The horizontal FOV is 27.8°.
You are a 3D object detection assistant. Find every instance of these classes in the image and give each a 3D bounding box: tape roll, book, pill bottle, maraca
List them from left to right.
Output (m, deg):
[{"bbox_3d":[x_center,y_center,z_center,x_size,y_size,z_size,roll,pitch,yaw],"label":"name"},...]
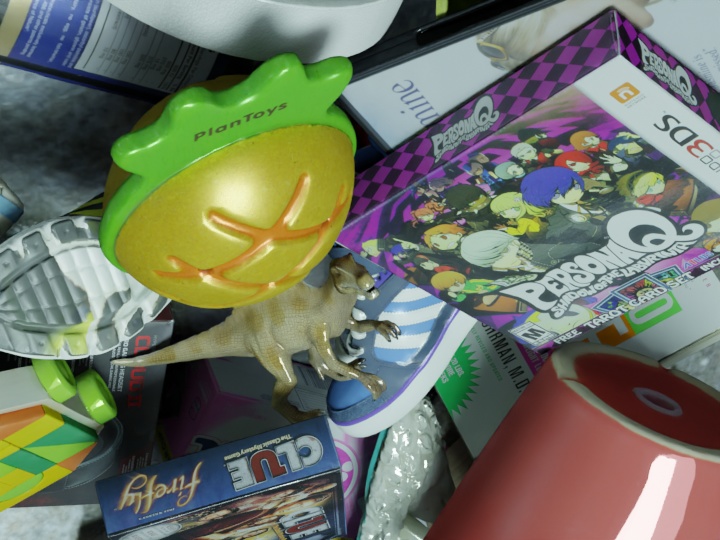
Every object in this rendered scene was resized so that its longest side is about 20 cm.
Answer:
[{"bbox_3d":[-0.112,-0.146,0.782,0.200,0.112,0.112,12,118,-28],"label":"pill bottle"},{"bbox_3d":[-0.066,-0.180,0.720,0.203,0.203,0.037,8,134,-25],"label":"tape roll"},{"bbox_3d":[-0.063,-0.045,0.701,0.137,0.107,0.200,-26,165,-15],"label":"maraca"},{"bbox_3d":[0.135,0.027,0.992,0.200,0.134,0.048,-28,163,-2],"label":"book"}]

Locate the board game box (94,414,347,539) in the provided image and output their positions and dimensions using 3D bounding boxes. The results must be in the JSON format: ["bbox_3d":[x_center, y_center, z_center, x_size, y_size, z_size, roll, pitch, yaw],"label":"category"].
[{"bbox_3d":[-0.078,0.148,0.896,0.135,0.035,0.200,-16,160,-5],"label":"board game box"}]

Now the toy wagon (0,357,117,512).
[{"bbox_3d":[-0.225,0.097,0.802,0.155,0.040,0.200,-30,162,0],"label":"toy wagon"}]

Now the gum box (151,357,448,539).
[{"bbox_3d":[-0.046,0.131,1.029,0.200,0.066,0.114,17,115,-30],"label":"gum box"}]

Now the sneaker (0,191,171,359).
[{"bbox_3d":[-0.140,-0.004,0.802,0.200,0.085,0.075,-22,105,-40],"label":"sneaker"}]

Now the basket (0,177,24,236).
[{"bbox_3d":[-0.295,-0.017,0.770,0.200,0.176,0.139,-50,139,0],"label":"basket"}]

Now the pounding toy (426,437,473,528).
[{"bbox_3d":[0.144,0.141,1.083,0.200,0.142,0.184,25,123,-34],"label":"pounding toy"}]

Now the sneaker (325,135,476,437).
[{"bbox_3d":[0.000,0.000,0.893,0.146,0.081,0.200,30,113,-26],"label":"sneaker"}]

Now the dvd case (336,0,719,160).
[{"bbox_3d":[0.101,-0.095,0.743,0.200,0.018,0.143,-18,145,23],"label":"dvd case"}]

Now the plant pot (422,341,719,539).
[{"bbox_3d":[0.150,0.153,0.895,0.200,0.200,0.178,11,110,-27],"label":"plant pot"}]

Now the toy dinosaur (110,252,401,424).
[{"bbox_3d":[-0.045,0.039,0.852,0.200,0.058,0.101,-22,115,37],"label":"toy dinosaur"}]

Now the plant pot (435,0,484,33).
[{"bbox_3d":[0.131,-0.213,0.756,0.200,0.193,0.200,-3,148,-2],"label":"plant pot"}]

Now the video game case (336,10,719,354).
[{"bbox_3d":[0.114,-0.036,0.782,0.181,0.036,0.200,29,135,-36],"label":"video game case"}]

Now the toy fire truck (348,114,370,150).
[{"bbox_3d":[-0.027,-0.051,0.921,0.141,0.049,0.200,-22,129,-5],"label":"toy fire truck"}]

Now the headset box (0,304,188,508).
[{"bbox_3d":[-0.210,0.072,0.919,0.200,0.077,0.149,2,122,-20],"label":"headset box"}]

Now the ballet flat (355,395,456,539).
[{"bbox_3d":[0.032,0.166,0.993,0.072,0.072,0.200,1,126,-21],"label":"ballet flat"}]
